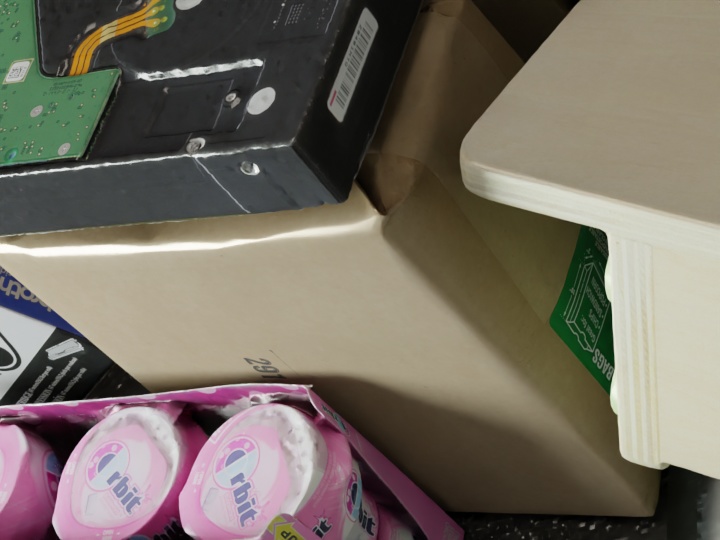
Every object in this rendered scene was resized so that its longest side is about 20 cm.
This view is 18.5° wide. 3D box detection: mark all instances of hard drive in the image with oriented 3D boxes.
[{"bbox_3d":[-0.070,-0.078,0.743,0.200,0.038,0.140,-4,53,35],"label":"hard drive"}]

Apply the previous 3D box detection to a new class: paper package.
[{"bbox_3d":[0.000,0.000,0.801,0.190,0.200,0.104,-2,56,38],"label":"paper package"}]

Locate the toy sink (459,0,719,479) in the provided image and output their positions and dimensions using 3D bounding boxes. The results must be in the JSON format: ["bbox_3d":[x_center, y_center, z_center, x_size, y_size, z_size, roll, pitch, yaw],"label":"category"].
[{"bbox_3d":[0.148,-0.005,0.704,0.200,0.112,0.130,15,44,27],"label":"toy sink"}]

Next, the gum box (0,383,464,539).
[{"bbox_3d":[-0.068,0.103,0.836,0.200,0.114,0.066,-6,54,34],"label":"gum box"}]

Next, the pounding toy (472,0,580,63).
[{"bbox_3d":[0.083,-0.169,0.906,0.142,0.200,0.184,-29,58,16],"label":"pounding toy"}]

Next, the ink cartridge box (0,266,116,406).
[{"bbox_3d":[-0.169,0.040,0.913,0.200,0.094,0.044,-45,28,54],"label":"ink cartridge box"}]
